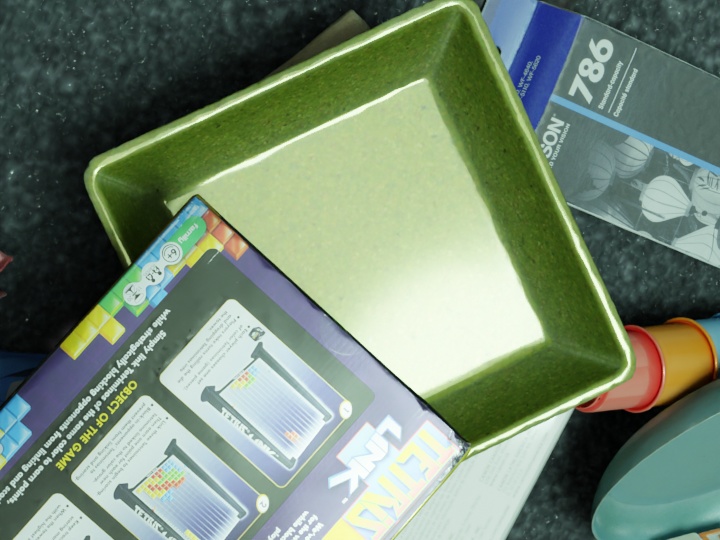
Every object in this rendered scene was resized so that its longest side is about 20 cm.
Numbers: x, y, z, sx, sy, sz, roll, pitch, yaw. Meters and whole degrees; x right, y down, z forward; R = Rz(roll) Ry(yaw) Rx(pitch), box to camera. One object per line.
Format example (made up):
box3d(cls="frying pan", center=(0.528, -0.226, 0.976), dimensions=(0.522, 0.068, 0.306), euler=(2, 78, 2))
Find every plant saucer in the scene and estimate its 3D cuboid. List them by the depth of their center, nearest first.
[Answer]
box3d(cls="plant saucer", center=(0.000, 0.000, 0.763), dimensions=(0.199, 0.048, 0.200), euler=(-25, 93, -5))
box3d(cls="plant saucer", center=(0.218, 0.097, 0.905), dimensions=(0.200, 0.027, 0.200), euler=(-17, 151, -10))

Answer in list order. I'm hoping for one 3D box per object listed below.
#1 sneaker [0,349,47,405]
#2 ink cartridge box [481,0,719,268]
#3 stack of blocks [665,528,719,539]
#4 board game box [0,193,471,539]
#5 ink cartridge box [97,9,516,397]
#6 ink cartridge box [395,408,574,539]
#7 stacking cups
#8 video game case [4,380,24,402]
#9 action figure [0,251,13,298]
box3d(cls="sneaker", center=(-0.205, 0.074, 0.809), dimensions=(0.199, 0.078, 0.066), euler=(4, 103, -15))
box3d(cls="ink cartridge box", center=(0.146, -0.077, 0.896), dimensions=(0.200, 0.039, 0.100), euler=(20, 97, -18))
box3d(cls="stack of blocks", center=(0.147, 0.233, 0.944), dimensions=(0.199, 0.059, 0.115), euler=(-12, 117, -13))
box3d(cls="board game box", center=(-0.078, 0.094, 0.704), dimensions=(0.165, 0.057, 0.200), euler=(43, 85, -6))
box3d(cls="ink cartridge box", center=(-0.010, -0.003, 0.824), dimensions=(0.165, 0.075, 0.200), euler=(-39, 94, -6))
box3d(cls="ink cartridge box", center=(0.014, 0.061, 0.896), dimensions=(0.200, 0.047, 0.160), euler=(27, 94, -3))
box3d(cls="stacking cups", center=(0.191, 0.052, 0.896), dimensions=(0.200, 0.060, 0.061), euler=(-4, 104, -33))
box3d(cls="video game case", center=(-0.121, 0.172, 0.786), dimensions=(0.182, 0.023, 0.201), euler=(24, 75, -43))
box3d(cls="action figure", center=(-0.267, 0.008, 0.774), dimensions=(0.200, 0.149, 0.134), euler=(2, 101, -38))
